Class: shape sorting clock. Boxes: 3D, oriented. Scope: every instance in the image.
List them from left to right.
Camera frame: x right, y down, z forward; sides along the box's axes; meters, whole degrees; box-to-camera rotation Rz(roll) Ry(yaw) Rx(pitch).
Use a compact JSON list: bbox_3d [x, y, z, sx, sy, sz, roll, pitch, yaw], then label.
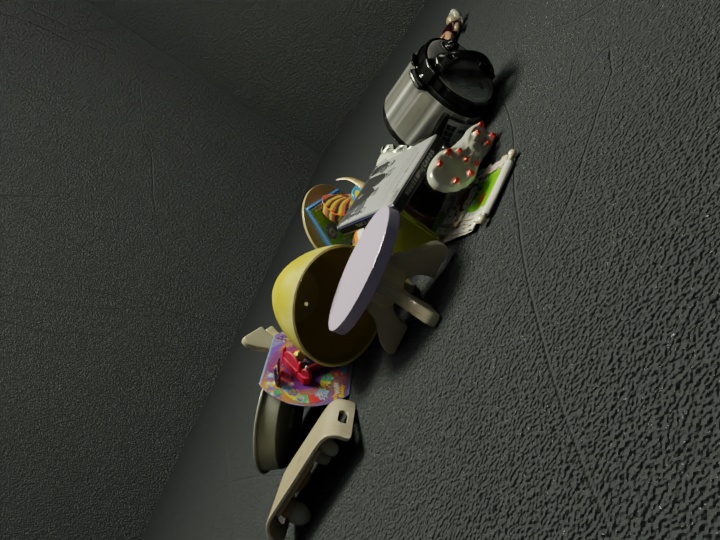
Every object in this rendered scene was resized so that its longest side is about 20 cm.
[{"bbox_3d":[-0.065,-0.110,1.419,0.039,0.199,0.202,-28,32,40],"label":"shape sorting clock"}]

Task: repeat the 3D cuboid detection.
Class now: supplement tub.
[{"bbox_3d":[0.054,-0.069,1.083,0.201,0.106,0.108,-50,16,36],"label":"supplement tub"}]

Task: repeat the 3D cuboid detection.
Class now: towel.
[{"bbox_3d":[0.041,-0.040,1.003,0.199,0.085,0.018,-36,29,51],"label":"towel"}]

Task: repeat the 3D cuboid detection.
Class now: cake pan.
[{"bbox_3d":[-0.143,0.268,1.074,0.200,0.036,0.205,6,-90,-80],"label":"cake pan"}]

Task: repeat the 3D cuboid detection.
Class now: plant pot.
[{"bbox_3d":[-0.075,0.052,1.027,0.141,0.199,0.203,8,66,49],"label":"plant pot"}]

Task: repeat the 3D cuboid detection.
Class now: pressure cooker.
[{"bbox_3d":[0.153,-0.333,1.110,0.200,0.177,0.178,-47,16,46],"label":"pressure cooker"}]

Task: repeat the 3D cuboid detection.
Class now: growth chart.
[{"bbox_3d":[0.168,-0.105,0.927,0.147,0.018,0.200,-65,15,-22],"label":"growth chart"}]

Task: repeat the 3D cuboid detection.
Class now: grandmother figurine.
[{"bbox_3d":[0.254,-0.683,1.717,0.121,0.060,0.203,-19,45,58],"label":"grandmother figurine"}]

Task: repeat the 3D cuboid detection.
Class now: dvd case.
[{"bbox_3d":[0.045,-0.139,0.984,0.152,0.025,0.199,-58,20,-21],"label":"dvd case"}]

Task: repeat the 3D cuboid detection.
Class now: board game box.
[{"bbox_3d":[-0.089,0.153,1.042,0.201,0.155,0.040,-82,0,-57],"label":"board game box"}]

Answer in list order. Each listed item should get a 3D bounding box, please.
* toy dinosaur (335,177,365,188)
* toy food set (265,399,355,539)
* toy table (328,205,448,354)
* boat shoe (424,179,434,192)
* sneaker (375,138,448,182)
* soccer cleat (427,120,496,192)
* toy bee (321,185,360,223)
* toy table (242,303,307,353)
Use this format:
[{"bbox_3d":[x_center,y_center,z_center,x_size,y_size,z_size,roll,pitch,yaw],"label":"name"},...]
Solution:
[{"bbox_3d":[0.040,-0.157,1.219,0.100,0.201,0.059,-30,-24,-23],"label":"toy dinosaur"},{"bbox_3d":[-0.069,0.305,0.904,0.202,0.060,0.144,-57,2,9],"label":"toy food set"},{"bbox_3d":[0.044,0.020,0.885,0.202,0.115,0.185,-60,18,21],"label":"toy table"},{"bbox_3d":[0.115,-0.211,1.208,0.065,0.074,0.202,-26,39,28],"label":"boat shoe"},{"bbox_3d":[0.096,-0.186,1.090,0.199,0.074,0.090,5,66,56],"label":"sneaker"},{"bbox_3d":[0.157,-0.170,0.945,0.200,0.069,0.078,-47,1,-42],"label":"soccer cleat"},{"bbox_3d":[0.013,-0.144,1.365,0.197,0.131,0.110,-22,65,5],"label":"toy bee"},{"bbox_3d":[-0.146,0.150,1.225,0.200,0.118,0.183,-45,-11,36],"label":"toy table"}]
